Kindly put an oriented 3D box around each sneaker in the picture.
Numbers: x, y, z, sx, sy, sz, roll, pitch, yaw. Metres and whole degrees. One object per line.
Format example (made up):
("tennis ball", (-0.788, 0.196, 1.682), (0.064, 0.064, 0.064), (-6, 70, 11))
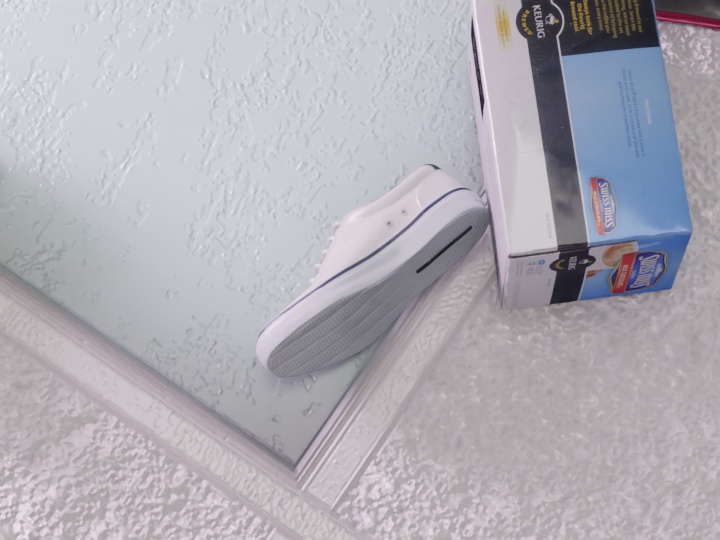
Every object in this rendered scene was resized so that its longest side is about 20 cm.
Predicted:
("sneaker", (0.000, 0.000, 1.414), (0.199, 0.073, 0.071), (-36, 53, -11))

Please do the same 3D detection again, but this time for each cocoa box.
("cocoa box", (0.154, -0.090, 1.393), (0.130, 0.133, 0.202), (-7, 72, 0))

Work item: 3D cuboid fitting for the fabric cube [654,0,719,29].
("fabric cube", (0.223, -0.317, 1.431), (0.198, 0.196, 0.201), (9, 71, 6))
